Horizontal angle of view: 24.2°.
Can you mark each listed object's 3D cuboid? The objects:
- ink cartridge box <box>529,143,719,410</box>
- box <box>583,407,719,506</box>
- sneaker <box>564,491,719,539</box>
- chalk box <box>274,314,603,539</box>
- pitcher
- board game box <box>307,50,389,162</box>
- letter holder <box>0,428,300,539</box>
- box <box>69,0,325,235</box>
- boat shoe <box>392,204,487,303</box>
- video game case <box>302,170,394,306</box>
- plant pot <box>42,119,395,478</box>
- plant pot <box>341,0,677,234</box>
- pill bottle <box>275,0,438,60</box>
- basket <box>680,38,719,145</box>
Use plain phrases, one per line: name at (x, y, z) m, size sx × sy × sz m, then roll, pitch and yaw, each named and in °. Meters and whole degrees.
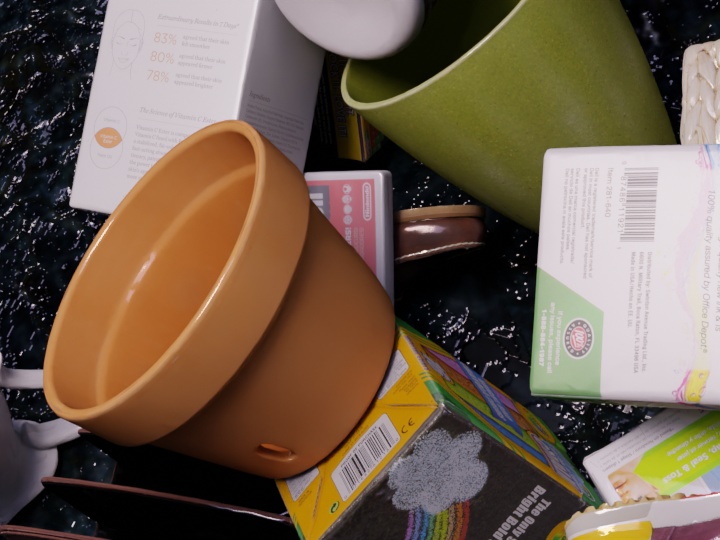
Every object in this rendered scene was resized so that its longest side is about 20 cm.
ink cartridge box at (0.205, 0.006, 0.956) m, size 0.199 × 0.084 × 0.146 m, roll 1°, pitch 83°, yaw 29°
box at (0.235, 0.179, 0.991) m, size 0.112 × 0.101 × 0.201 m, roll -31°, pitch 57°, yaw 4°
sneaker at (0.212, 0.163, 0.912) m, size 0.199 × 0.075 × 0.091 m, roll -14°, pitch 68°, yaw 22°
chalk box at (0.061, 0.142, 1.035) m, size 0.125 × 0.200 × 0.124 m, roll -48°, pitch 30°, yaw 9°
pitcher at (-0.276, 0.100, 1.174) m, size 0.171 × 0.200 × 0.121 m, roll -36°, pitch 58°, yaw -1°
board game box at (-0.065, -0.189, 1.240) m, size 0.164 × 0.201 × 0.057 m, roll 9°, pitch 32°, yaw 27°
letter holder at (-0.118, 0.163, 1.113) m, size 0.199 × 0.142 × 0.101 m, roll 6°, pitch 67°, yaw 24°
box at (-0.104, -0.126, 1.139) m, size 0.124 × 0.097 × 0.202 m, roll 11°, pitch 90°, yaw 29°
boat shoe at (0.000, 0.000, 1.197) m, size 0.199 × 0.070 × 0.071 m, roll -12°, pitch 76°, yaw 25°
video game case at (-0.068, 0.003, 1.181) m, size 0.199 × 0.017 × 0.144 m, roll 0°, pitch 93°, yaw 29°
plant pot at (-0.074, 0.031, 0.999) m, size 0.200 × 0.140 × 0.201 m, roll -37°, pitch 34°, yaw 30°
plant pot at (0.120, -0.107, 1.115) m, size 0.187 × 0.200 × 0.188 m, roll -35°, pitch 26°, yaw 20°
pill bottle at (0.026, -0.240, 1.097) m, size 0.109 × 0.110 × 0.201 m, roll 11°, pitch 54°, yaw 25°
basket at (0.273, -0.044, 1.072) m, size 0.122 × 0.136 × 0.201 m, roll -4°, pitch 63°, yaw 21°
